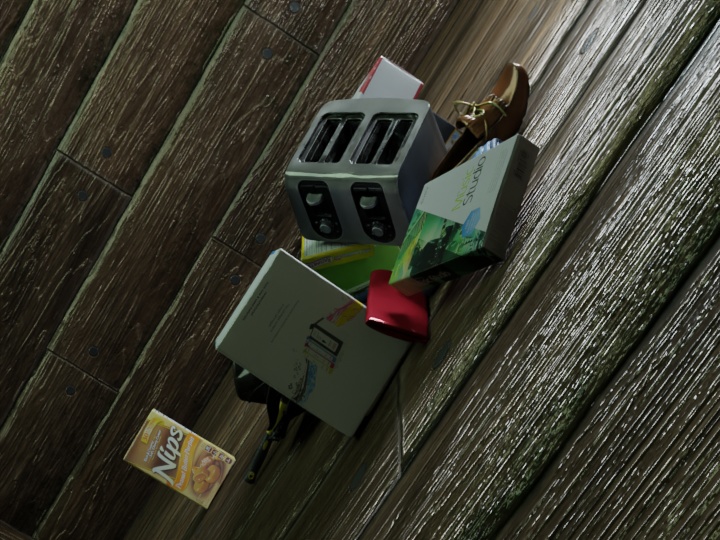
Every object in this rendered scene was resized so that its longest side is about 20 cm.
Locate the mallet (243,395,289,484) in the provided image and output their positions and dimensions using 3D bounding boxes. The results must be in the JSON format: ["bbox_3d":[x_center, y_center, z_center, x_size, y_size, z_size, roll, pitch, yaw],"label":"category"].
[{"bbox_3d":[-0.155,0.260,1.853,0.201,0.065,0.041,-58,5,10],"label":"mallet"}]

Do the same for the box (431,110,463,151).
[{"bbox_3d":[0.079,-0.144,1.719,0.133,0.114,0.200,-60,7,-18],"label":"box"}]

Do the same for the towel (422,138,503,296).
[{"bbox_3d":[0.121,-0.072,1.399,0.201,0.048,0.112,-57,7,18],"label":"towel"}]

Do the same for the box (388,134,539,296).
[{"bbox_3d":[0.113,-0.058,1.259,0.199,0.036,0.146,-27,38,59],"label":"box"}]

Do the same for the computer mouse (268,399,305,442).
[{"bbox_3d":[-0.069,0.175,1.729,0.201,0.046,0.141,-59,1,33],"label":"computer mouse"}]

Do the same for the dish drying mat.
[{"bbox_3d":[0.045,0.041,1.360,0.200,0.076,0.018,-82,9,-72],"label":"dish drying mat"}]

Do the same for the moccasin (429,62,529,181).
[{"bbox_3d":[0.154,-0.184,1.466,0.203,0.077,0.074,-57,25,9],"label":"moccasin"}]

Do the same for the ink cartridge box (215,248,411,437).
[{"bbox_3d":[-0.061,0.089,1.389,0.146,0.199,0.147,-57,7,-6],"label":"ink cartridge box"}]

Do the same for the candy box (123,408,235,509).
[{"bbox_3d":[-0.367,0.382,2.263,0.116,0.199,0.055,-59,7,-8],"label":"candy box"}]

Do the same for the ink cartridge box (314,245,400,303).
[{"bbox_3d":[0.000,0.000,1.567,0.146,0.077,0.200,-23,-7,-22],"label":"ink cartridge box"}]

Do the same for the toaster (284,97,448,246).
[{"bbox_3d":[0.017,-0.138,1.517,0.201,0.179,0.119,-63,-34,-35],"label":"toaster"}]

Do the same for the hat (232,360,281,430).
[{"bbox_3d":[-0.154,0.139,1.689,0.201,0.080,0.204,8,-90,-88],"label":"hat"}]

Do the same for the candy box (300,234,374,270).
[{"bbox_3d":[-0.034,-0.061,1.606,0.101,0.027,0.201,-15,26,6],"label":"candy box"}]

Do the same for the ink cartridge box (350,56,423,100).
[{"bbox_3d":[0.004,-0.213,1.726,0.148,0.082,0.200,-63,8,-25],"label":"ink cartridge box"}]

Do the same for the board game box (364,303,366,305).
[{"bbox_3d":[-0.025,0.097,1.585,0.156,0.039,0.200,-19,10,-1],"label":"board game box"}]
